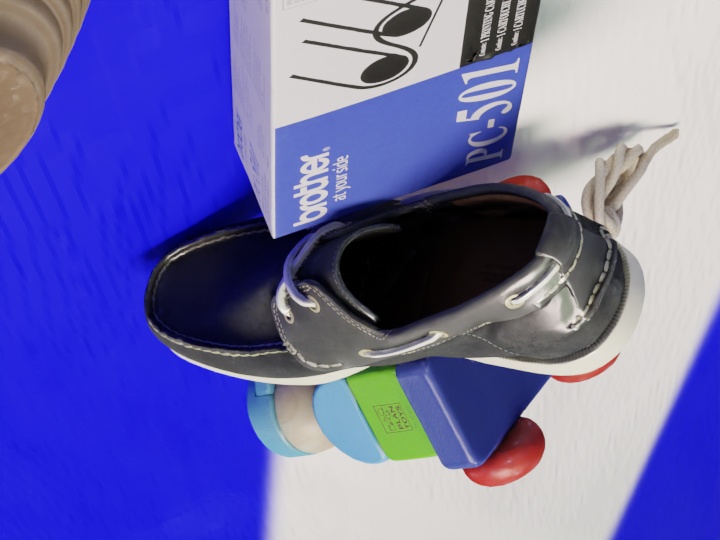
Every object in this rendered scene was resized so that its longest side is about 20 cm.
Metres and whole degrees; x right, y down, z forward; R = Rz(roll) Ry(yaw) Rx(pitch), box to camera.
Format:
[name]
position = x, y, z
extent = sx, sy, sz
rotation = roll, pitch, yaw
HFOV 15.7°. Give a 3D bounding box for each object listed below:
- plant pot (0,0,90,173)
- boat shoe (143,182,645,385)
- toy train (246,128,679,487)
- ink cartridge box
[plant pot]
position = -0.140, -0.064, 0.651
extent = 0.200, 0.093, 0.201
rotation = -21, 160, -8
[boat shoe]
position = 0.000, 0.000, 0.939
extent = 0.200, 0.072, 0.068
rotation = -2, 160, 33
[toy train]
position = 0.045, 0.007, 1.063
extent = 0.116, 0.085, 0.200
rotation = -10, -153, 40
[ink cartridge box]
position = 0.008, -0.082, 0.839
extent = 0.094, 0.044, 0.200
rotation = -19, 159, -10
